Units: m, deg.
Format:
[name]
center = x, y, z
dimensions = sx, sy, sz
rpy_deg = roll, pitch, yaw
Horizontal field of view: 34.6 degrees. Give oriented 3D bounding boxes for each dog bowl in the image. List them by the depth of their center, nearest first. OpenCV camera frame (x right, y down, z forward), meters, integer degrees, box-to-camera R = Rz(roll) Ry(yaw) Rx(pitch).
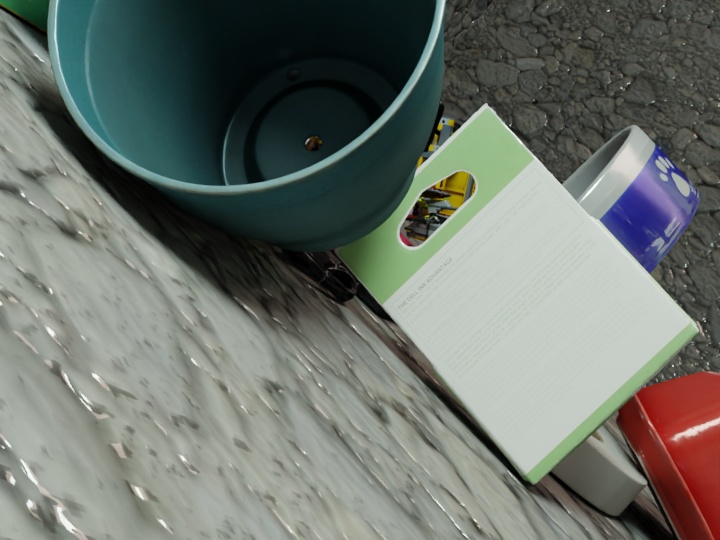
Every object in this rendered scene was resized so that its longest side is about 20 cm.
[dog bowl]
center = 0.182, -0.020, 0.956
dimensions = 0.079, 0.200, 0.200
rpy_deg = 43, 8, 0

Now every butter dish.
[butter dish]
center = 0.314, 0.161, 0.971
dimensions = 0.202, 0.146, 0.199
rpy_deg = 63, 7, -4

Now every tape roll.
[tape roll]
center = 0.145, 0.112, 0.929
dimensions = 0.202, 0.037, 0.203
rpy_deg = 42, 7, -6

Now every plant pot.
[plant pot]
center = -0.041, -0.104, 0.639
dimensions = 0.200, 0.200, 0.188
rpy_deg = 44, -5, 19

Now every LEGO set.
[LEGO set]
center = 0.031, -0.069, 0.970
dimensions = 0.151, 0.118, 0.200
rpy_deg = 12, 3, 9

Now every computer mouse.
[computer mouse]
center = 0.000, 0.000, 0.821
dimensions = 0.059, 0.034, 0.200
rpy_deg = 46, 9, 19

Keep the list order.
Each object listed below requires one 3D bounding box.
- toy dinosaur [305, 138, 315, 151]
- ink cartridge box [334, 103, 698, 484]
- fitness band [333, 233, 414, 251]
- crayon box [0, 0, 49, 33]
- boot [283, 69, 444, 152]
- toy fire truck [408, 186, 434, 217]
[toy dinosaur]
center = -0.092, -0.085, 0.813
dimensions = 0.105, 0.061, 0.200
rpy_deg = 28, 16, -8
[ink cartridge box]
center = 0.100, 0.015, 0.758
dimensions = 0.200, 0.145, 0.048
rpy_deg = 49, 5, 13
[fitness band]
center = -0.010, -0.039, 0.992
dimensions = 0.200, 0.038, 0.143
rpy_deg = 45, 11, 24
[crayon box]
center = -0.255, -0.230, 0.695
dimensions = 0.119, 0.058, 0.200
rpy_deg = 46, 8, 25
[boot]
center = -0.015, -0.134, 0.835
dimensions = 0.167, 0.077, 0.200
rpy_deg = 29, 22, 14
[toy fire truck]
center = 0.058, -0.111, 1.251
dimensions = 0.197, 0.131, 0.176
rpy_deg = 0, 28, -25
